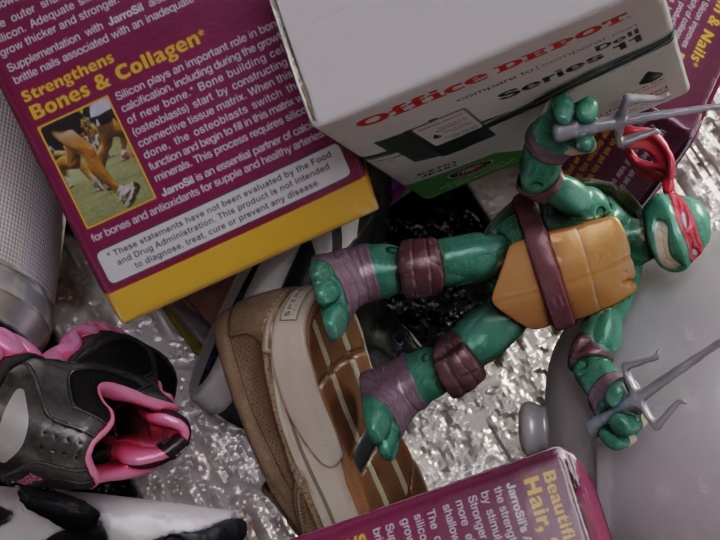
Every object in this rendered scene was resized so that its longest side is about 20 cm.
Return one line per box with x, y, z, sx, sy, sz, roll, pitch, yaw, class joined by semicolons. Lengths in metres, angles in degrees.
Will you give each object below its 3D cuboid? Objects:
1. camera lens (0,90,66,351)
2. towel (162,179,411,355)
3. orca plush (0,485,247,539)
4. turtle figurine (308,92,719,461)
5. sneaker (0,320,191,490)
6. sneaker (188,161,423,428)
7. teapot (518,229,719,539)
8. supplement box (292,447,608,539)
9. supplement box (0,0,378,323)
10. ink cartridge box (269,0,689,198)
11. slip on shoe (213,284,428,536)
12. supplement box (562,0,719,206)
-0.221;-0.050;0.769;0.158;0.160;0.203;6;68;-5;camera lens
-0.055;-0.062;0.870;0.199;0.023;0.144;-40;78;-20;towel
-0.154;0.140;0.740;0.197;0.105;0.072;7;78;-2;orca plush
0.085;0.005;0.688;0.198;0.101;0.152;-20;94;8;turtle figurine
-0.116;0.069;0.721;0.094;0.200;0.080;12;93;14;sneaker
0.000;0.000;0.816;0.111;0.073;0.202;28;83;-18;sneaker
0.149;0.080;0.761;0.144;0.200;0.201;-4;30;3;teapot
0.018;0.173;0.651;0.198;0.103;0.132;-19;69;9;supplement box
-0.089;-0.101;0.697;0.129;0.103;0.202;-22;107;3;supplement box
0.056;-0.105;0.670;0.145;0.200;0.084;-21;79;13;ink cartridge box
-0.016;0.101;0.756;0.060;0.202;0.076;-6;28;28;slip on shoe
0.100;-0.143;0.855;0.198;0.103;0.132;30;62;2;supplement box
